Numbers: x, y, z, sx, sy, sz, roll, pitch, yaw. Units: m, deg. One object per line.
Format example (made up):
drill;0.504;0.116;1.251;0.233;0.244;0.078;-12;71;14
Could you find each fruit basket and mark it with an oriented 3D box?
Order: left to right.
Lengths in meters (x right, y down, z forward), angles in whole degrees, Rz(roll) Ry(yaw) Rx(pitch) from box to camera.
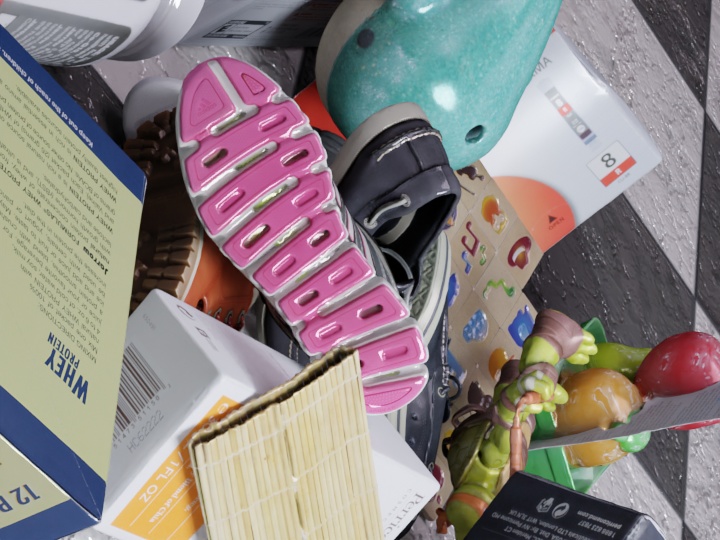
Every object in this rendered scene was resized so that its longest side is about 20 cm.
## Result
fruit basket;0.181;0.087;1.748;0.185;0.199;0.094;-37;117;-64

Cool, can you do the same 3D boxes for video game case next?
video game case;0.003;-0.182;1.629;0.200;0.181;0.023;-8;73;-64

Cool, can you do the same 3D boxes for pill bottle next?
pill bottle;-0.167;-0.162;1.365;0.200;0.113;0.115;5;66;-62

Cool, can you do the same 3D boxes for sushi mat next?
sushi mat;-0.032;0.128;1.344;0.012;0.095;0.201;42;-27;39

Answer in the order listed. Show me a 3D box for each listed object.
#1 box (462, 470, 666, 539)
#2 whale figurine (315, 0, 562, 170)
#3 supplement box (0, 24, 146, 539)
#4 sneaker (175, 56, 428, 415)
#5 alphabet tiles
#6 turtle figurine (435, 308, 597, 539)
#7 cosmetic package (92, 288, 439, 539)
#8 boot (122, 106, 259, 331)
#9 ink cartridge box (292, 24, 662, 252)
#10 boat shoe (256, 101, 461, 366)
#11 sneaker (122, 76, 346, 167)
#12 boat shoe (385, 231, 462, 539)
box;0.109;0.251;1.464;0.200;0.117;0.197;-51;124;-17
whale figurine;0.071;-0.136;1.602;0.104;0.200;0.159;57;10;34
supplement box;-0.206;-0.004;1.138;0.200;0.134;0.201;46;33;-37
sneaker;-0.036;-0.019;1.400;0.201;0.073;0.087;57;-3;-12
alphabet tiles;0.044;0.022;1.666;0.168;0.008;0.200;54;50;-26
turtle figurine;0.079;0.108;1.594;0.162;0.064;0.201;-59;164;-46
cosmetic package;-0.060;0.096;1.363;0.200;0.102;0.071;30;15;-52
boot;-0.094;0.013;1.422;0.201;0.074;0.108;-70;144;-48
ink cartridge box;0.076;-0.086;1.715;0.200;0.162;0.050;42;15;-43
boat shoe;0.000;0.000;1.484;0.072;0.201;0.063;-15;55;-37
sneaker;-0.062;-0.061;1.555;0.200;0.071;0.099;34;19;-30
boat shoe;0.018;0.065;1.576;0.062;0.074;0.201;45;47;-48
